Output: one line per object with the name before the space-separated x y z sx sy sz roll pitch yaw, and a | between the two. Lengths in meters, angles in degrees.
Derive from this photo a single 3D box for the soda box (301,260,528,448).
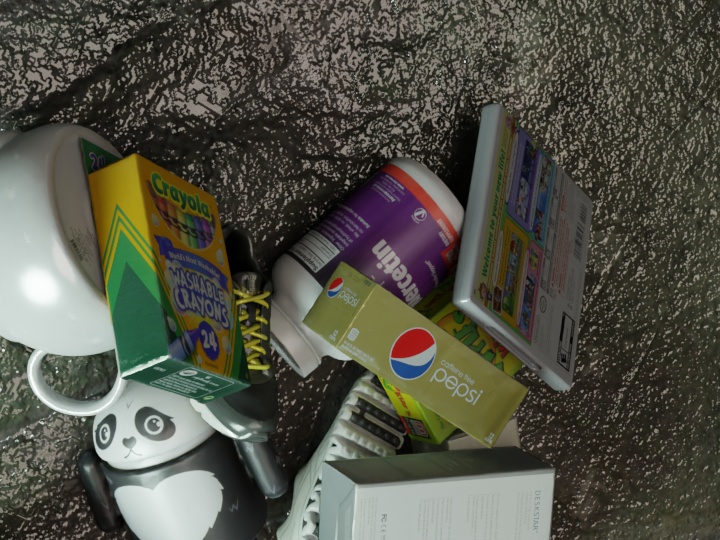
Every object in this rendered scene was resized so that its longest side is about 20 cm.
soda box | 0.049 0.074 1.318 0.199 0.068 0.064 34 89 -33

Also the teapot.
teapot | -0.257 -0.010 1.247 0.145 0.202 0.197 -22 148 20

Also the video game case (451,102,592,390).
video game case | 0.151 -0.020 1.401 0.182 0.022 0.202 39 53 -43

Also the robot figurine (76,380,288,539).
robot figurine | -0.154 0.181 1.336 0.149 0.124 0.202 -26 110 -21

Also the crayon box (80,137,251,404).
crayon box | -0.153 -0.006 1.226 0.051 0.125 0.202 -21 69 20

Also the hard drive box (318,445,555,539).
hard drive box | 0.066 0.245 1.362 0.197 0.077 0.158 0 99 -25

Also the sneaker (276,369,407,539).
sneaker | -0.019 0.175 1.423 0.075 0.081 0.202 37 66 -27

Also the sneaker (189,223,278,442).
sneaker | -0.108 0.047 1.292 0.074 0.202 0.085 3 141 -34

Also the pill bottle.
pill bottle | 0.000 0.000 1.372 0.200 0.112 0.113 -42 113 -10

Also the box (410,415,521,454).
box | 0.110 0.231 1.474 0.077 0.095 0.203 -15 107 -20

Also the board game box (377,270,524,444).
board game box | 0.105 0.058 1.437 0.200 0.047 0.102 -40 114 -27
